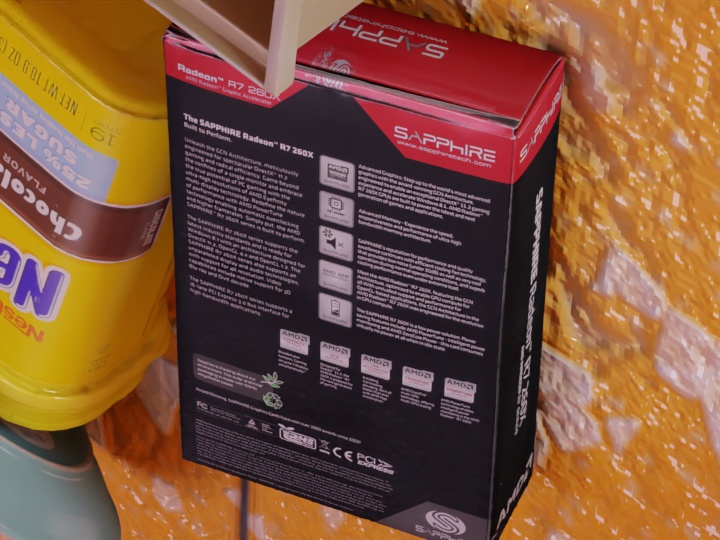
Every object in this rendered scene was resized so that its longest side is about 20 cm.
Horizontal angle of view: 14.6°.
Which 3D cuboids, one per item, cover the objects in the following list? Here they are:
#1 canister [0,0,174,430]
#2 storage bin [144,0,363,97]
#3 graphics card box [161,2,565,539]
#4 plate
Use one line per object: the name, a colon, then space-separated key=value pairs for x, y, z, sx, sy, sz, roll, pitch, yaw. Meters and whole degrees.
canister: x=-0.123 y=-0.051 z=1.052 sx=0.148 sy=0.087 sz=0.200 roll=43 pitch=143 yaw=13
storage bin: x=-0.057 y=-0.196 z=0.835 sx=0.198 sy=0.094 sz=0.200 roll=37 pitch=143 yaw=22
graphics card box: x=0.000 y=0.000 z=0.957 sx=0.125 sy=0.051 sz=0.200 roll=16 pitch=134 yaw=16
plate: x=-0.168 y=0.043 z=1.151 sx=0.200 sy=0.026 sz=0.200 roll=42 pitch=-172 yaw=-7
